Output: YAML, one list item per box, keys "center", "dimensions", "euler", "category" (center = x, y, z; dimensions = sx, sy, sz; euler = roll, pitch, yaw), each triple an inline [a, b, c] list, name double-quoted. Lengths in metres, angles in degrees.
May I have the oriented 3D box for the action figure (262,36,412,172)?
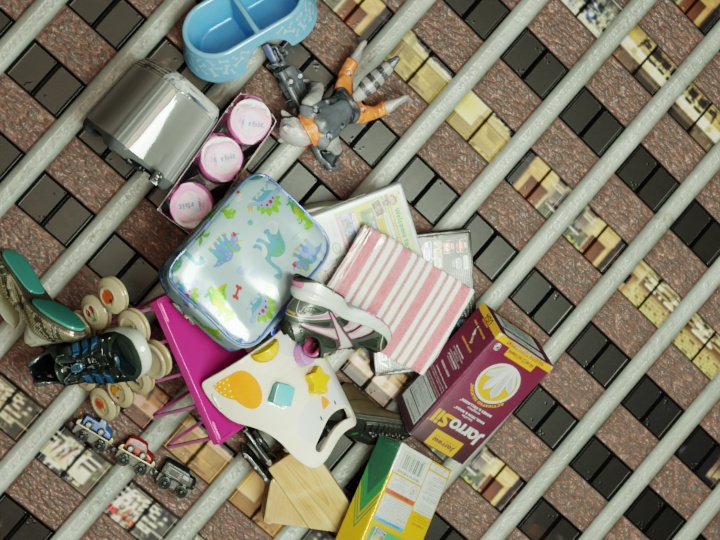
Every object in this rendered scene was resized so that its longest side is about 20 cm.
- center: [-0.045, -0.248, 1.355]
  dimensions: [0.193, 0.104, 0.201]
  euler: [-42, 107, -17]
  category: "action figure"

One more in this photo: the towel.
- center: [0.048, 0.043, 1.362]
  dimensions: [0.199, 0.030, 0.147]
  euler: [30, 97, -22]
  category: "towel"

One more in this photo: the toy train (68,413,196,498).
- center: [-0.320, 0.257, 1.384]
  dimensions: [0.199, 0.034, 0.046]
  euler: [32, 85, -11]
  category: "toy train"

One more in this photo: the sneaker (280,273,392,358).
- center: [-0.040, 0.075, 1.257]
  dimensions: [0.200, 0.080, 0.087]
  euler: [33, 82, -47]
  category: "sneaker"

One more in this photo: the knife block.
- center: [-0.080, 0.276, 1.412]
  dimensions: [0.198, 0.064, 0.177]
  euler: [11, 93, -10]
  category: "knife block"

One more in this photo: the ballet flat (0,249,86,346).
- center: [-0.434, 0.053, 1.297]
  dimensions: [0.200, 0.068, 0.076]
  euler: [39, 103, 29]
  category: "ballet flat"

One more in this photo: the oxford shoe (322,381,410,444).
- center: [-0.002, 0.199, 1.414]
  dimensions: [0.199, 0.073, 0.085]
  euler: [18, 48, -28]
  category: "oxford shoe"

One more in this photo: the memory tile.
- center: [-0.335, 0.108, 1.299]
  dimensions: [0.154, 0.200, 0.017]
  euler: [56, 40, 3]
  category: "memory tile"

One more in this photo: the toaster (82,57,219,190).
- center: [-0.270, -0.194, 1.277]
  dimensions: [0.114, 0.200, 0.129]
  euler: [40, 86, -35]
  category: "toaster"

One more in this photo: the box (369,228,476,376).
- center: [0.087, 0.045, 1.432]
  dimensions: [0.159, 0.044, 0.202]
  euler: [-5, 96, -10]
  category: "box"

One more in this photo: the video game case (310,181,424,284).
- center: [0.000, 0.000, 1.363]
  dimensions: [0.181, 0.022, 0.201]
  euler: [-21, 109, -7]
  category: "video game case"

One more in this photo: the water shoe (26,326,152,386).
- center: [-0.347, 0.123, 1.252]
  dimensions: [0.079, 0.199, 0.072]
  euler: [-32, 106, -49]
  category: "water shoe"

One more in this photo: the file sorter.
- center: [-0.227, 0.122, 1.324]
  dimensions: [0.125, 0.139, 0.201]
  euler: [-17, 99, 37]
  category: "file sorter"

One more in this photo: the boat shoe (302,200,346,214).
- center: [-0.107, -0.051, 1.375]
  dimensions: [0.199, 0.075, 0.062]
  euler: [-16, 96, -7]
  category: "boat shoe"

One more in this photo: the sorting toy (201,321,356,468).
- center: [-0.078, 0.157, 1.298]
  dimensions: [0.106, 0.200, 0.181]
  euler: [-24, 103, 38]
  category: "sorting toy"

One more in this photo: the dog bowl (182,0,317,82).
- center: [-0.155, -0.339, 1.332]
  dimensions: [0.199, 0.050, 0.112]
  euler: [-32, 70, -5]
  category: "dog bowl"

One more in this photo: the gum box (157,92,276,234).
- center: [-0.192, -0.146, 1.333]
  dimensions: [0.066, 0.113, 0.201]
  euler: [35, 88, -11]
  category: "gum box"

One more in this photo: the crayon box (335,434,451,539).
- center: [0.041, 0.353, 1.398]
  dimensions: [0.126, 0.051, 0.201]
  euler: [36, 72, -41]
  category: "crayon box"

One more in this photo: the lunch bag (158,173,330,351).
- center: [-0.144, -0.007, 1.246]
  dimensions: [0.161, 0.082, 0.200]
  euler: [43, 69, -12]
  category: "lunch bag"

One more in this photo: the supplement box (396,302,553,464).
- center: [0.159, 0.162, 1.394]
  dimensions: [0.110, 0.086, 0.200]
  euler: [32, 108, -26]
  category: "supplement box"
